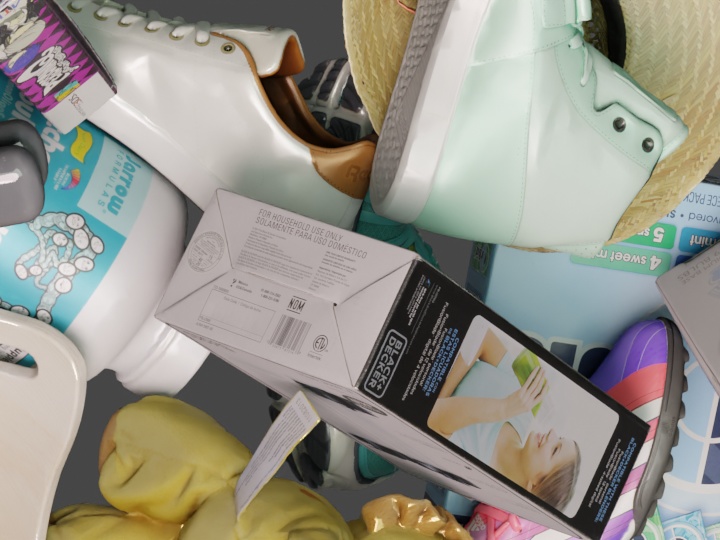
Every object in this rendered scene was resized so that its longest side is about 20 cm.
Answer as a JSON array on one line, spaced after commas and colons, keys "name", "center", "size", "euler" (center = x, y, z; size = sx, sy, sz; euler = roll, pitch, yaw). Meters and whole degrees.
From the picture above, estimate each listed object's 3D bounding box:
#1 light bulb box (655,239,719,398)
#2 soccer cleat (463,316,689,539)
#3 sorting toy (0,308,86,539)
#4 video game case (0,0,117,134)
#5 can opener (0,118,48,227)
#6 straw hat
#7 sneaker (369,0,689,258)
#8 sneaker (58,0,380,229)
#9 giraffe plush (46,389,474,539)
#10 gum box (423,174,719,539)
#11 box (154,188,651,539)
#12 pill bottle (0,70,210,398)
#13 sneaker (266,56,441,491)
[{"name": "light bulb box", "center": [0.270, 0.046, 1.300], "size": [0.198, 0.125, 0.200], "euler": [-33, 116, 5]}, {"name": "soccer cleat", "center": [0.086, 0.109, 1.327], "size": [0.073, 0.068, 0.200], "euler": [20, 100, -9]}, {"name": "sorting toy", "center": [-0.207, 0.074, 1.246], "size": [0.200, 0.107, 0.180], "euler": [27, 120, -16]}, {"name": "video game case", "center": [-0.182, -0.154, 1.167], "size": [0.036, 0.181, 0.200], "euler": [-40, 80, -1]}, {"name": "can opener", "center": [-0.227, -0.038, 1.170], "size": [0.200, 0.053, 0.067], "euler": [-11, 116, 2]}, {"name": "straw hat", "center": [0.069, -0.110, 1.310], "size": [0.201, 0.085, 0.201], "euler": [-2, 95, -21]}, {"name": "sneaker", "center": [0.087, -0.104, 1.231], "size": [0.118, 0.074, 0.201], "euler": [16, 98, -16]}, {"name": "sneaker", "center": [-0.075, -0.090, 1.271], "size": [0.200, 0.073, 0.085], "euler": [38, 106, 3]}, {"name": "giraffe plush", "center": [-0.024, 0.140, 1.263], "size": [0.162, 0.173, 0.200], "euler": [21, 132, -39]}, {"name": "gum box", "center": [0.127, 0.051, 1.378], "size": [0.170, 0.045, 0.200], "euler": [8, 98, -13]}, {"name": "box", "center": [0.021, 0.043, 1.232], "size": [0.200, 0.117, 0.060], "euler": [36, 77, -49]}, {"name": "pill bottle", "center": [-0.152, -0.022, 1.270], "size": [0.200, 0.111, 0.111], "euler": [33, 93, -16]}, {"name": "sneaker", "center": [0.000, 0.000, 1.338], "size": [0.080, 0.077, 0.200], "euler": [-9, 108, -30]}]
